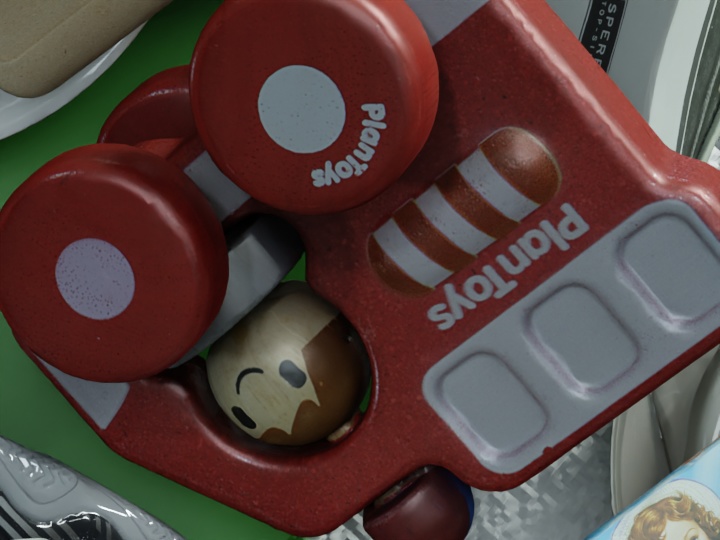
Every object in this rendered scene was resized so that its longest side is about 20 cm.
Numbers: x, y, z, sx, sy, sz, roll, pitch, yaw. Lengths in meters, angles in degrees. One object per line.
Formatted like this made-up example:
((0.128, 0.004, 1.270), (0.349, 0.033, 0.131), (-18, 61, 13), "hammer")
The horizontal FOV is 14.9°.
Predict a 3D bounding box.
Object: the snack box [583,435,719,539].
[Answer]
((0.176, 0.068, 0.808), (0.200, 0.037, 0.116), (-37, 84, -7), "snack box")

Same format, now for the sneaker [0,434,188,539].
((-0.148, 0.090, 0.805), (0.200, 0.075, 0.115), (31, 84, -27), "sneaker")

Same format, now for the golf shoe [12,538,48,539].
((-0.058, 0.111, 0.777), (0.199, 0.091, 0.076), (9, 92, -25), "golf shoe")

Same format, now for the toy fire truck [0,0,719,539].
((0.000, 0.000, 0.809), (0.200, 0.112, 0.168), (-39, 95, 23), "toy fire truck")

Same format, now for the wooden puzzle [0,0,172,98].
((-0.088, -0.155, 0.747), (0.185, 0.200, 0.046), (-34, 42, 22), "wooden puzzle")

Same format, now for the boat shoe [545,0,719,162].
((0.084, -0.045, 0.862), (0.071, 0.064, 0.201), (27, 104, 36), "boat shoe")

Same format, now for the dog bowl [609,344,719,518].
((0.172, 0.066, 0.856), (0.199, 0.059, 0.201), (0, 81, -3), "dog bowl")

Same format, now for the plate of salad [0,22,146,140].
((-0.146, -0.133, 0.880), (0.199, 0.048, 0.201), (-1, 85, 9), "plate of salad")
